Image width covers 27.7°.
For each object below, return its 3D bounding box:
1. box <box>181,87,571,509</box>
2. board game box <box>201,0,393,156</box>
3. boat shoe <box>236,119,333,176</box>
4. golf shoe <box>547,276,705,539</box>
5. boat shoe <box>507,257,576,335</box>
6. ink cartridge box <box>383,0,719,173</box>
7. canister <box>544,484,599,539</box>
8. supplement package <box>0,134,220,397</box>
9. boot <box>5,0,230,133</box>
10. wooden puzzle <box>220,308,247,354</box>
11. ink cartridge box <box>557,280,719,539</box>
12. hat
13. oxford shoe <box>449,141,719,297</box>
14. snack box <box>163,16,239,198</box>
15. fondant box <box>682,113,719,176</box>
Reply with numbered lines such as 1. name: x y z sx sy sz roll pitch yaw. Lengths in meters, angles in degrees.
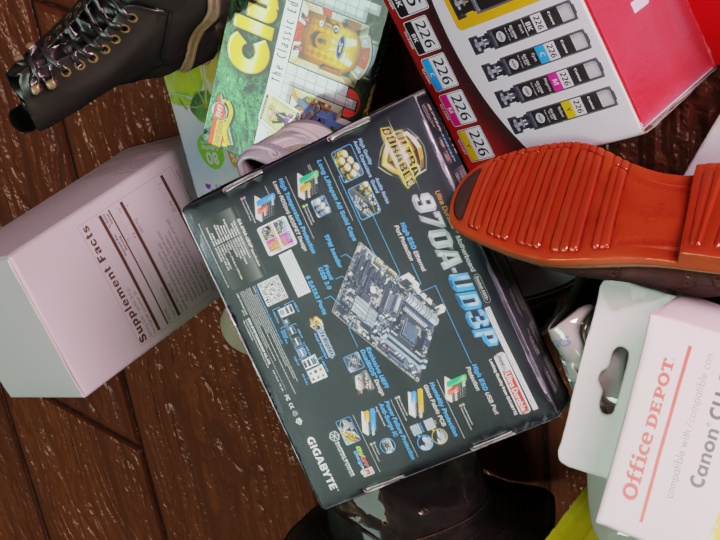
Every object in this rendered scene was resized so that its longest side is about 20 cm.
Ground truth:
1. box: 0.009 0.019 0.846 0.158 0.046 0.201 -25 93 19
2. board game box: -0.032 -0.152 0.907 0.104 0.023 0.201 24 121 15
3. boat shoe: 0.001 -0.001 0.901 0.074 0.065 0.203 -36 89 36
4. golf shoe: 0.138 0.059 0.822 0.078 0.097 0.202 -11 70 58
5. boat shoe: 0.099 0.012 0.941 0.071 0.072 0.200 50 156 -11
6. ink cartridge box: 0.096 -0.168 0.765 0.175 0.084 0.201 -13 110 50
7. canister: 0.209 0.225 0.936 0.200 0.087 0.149 38 180 14
8. supplement package: -0.194 -0.004 1.123 0.121 0.200 0.120 -5 116 50
9. boot: -0.155 -0.149 0.878 0.078 0.138 0.200 56 165 16
10. wooden puzzle: -0.005 0.068 1.034 0.199 0.037 0.185 29 158 -4
11. ink cartridge box: 0.193 0.087 0.726 0.199 0.067 0.117 18 106 23
12. hat: 0.034 0.152 1.027 0.200 0.200 0.082 5 111 45
13. oxford shoe: 0.139 -0.016 0.751 0.199 0.072 0.073 11 157 33
14. snack box: -0.060 -0.080 1.019 0.142 0.053 0.201 6 118 45
15. fondant box: 0.255 -0.064 0.702 0.144 0.058 0.201 41 144 16
